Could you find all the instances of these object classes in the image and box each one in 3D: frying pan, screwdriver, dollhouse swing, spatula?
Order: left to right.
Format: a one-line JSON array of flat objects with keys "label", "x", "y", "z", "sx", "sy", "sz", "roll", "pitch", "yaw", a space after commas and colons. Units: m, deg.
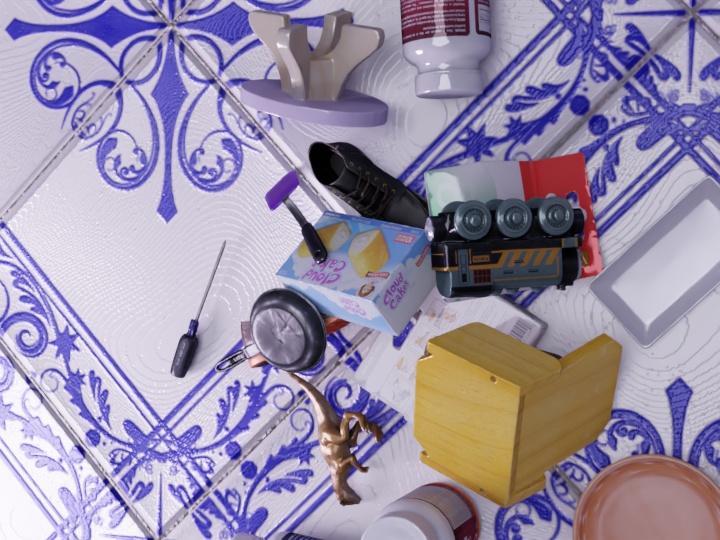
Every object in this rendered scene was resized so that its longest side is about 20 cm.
[{"label": "screwdriver", "x": -0.220, "y": 0.051, "z": 1.871, "sx": 0.029, "sy": 0.028, "sz": 0.202, "roll": 23, "pitch": 97, "yaw": 47}, {"label": "frying pan", "x": -0.128, "y": 0.080, "z": 1.763, "sx": 0.189, "sy": 0.031, "sz": 0.116, "roll": -3, "pitch": 106, "yaw": 29}, {"label": "spatula", "x": -0.078, "y": -0.067, "z": 1.760, "sx": 0.057, "sy": 0.021, "sz": 0.200, "roll": -44, "pitch": 42, "yaw": 10}, {"label": "dollhouse swing", "x": 0.187, "y": 0.144, "z": 1.645, "sx": 0.181, "sy": 0.176, "sz": 0.201, "roll": 26, "pitch": 136, "yaw": 28}]

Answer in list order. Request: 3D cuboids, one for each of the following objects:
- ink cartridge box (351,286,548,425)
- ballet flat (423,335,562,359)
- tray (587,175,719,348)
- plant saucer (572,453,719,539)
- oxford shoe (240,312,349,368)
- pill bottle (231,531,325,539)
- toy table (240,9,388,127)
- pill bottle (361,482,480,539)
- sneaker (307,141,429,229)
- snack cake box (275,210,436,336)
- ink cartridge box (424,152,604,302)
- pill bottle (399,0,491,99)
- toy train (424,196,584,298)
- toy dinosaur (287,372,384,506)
[{"label": "ink cartridge box", "x": 0.112, "y": 0.105, "z": 1.744, "sx": 0.176, "sy": 0.045, "sz": 0.201, "roll": 34, "pitch": 101, "yaw": 15}, {"label": "ballet flat", "x": 0.173, "y": 0.122, "z": 1.670, "sx": 0.198, "sy": 0.046, "sz": 0.068, "roll": 14, "pitch": 105, "yaw": -10}, {"label": "tray", "x": 0.380, "y": -0.010, "z": 1.654, "sx": 0.200, "sy": 0.022, "sz": 0.107, "roll": -44, "pitch": 86, "yaw": 15}, {"label": "plant saucer", "x": 0.358, "y": 0.321, "z": 1.666, "sx": 0.198, "sy": 0.037, "sz": 0.202, "roll": 0, "pitch": 91, "yaw": 20}, {"label": "oxford shoe", "x": -0.075, "y": 0.057, "z": 1.797, "sx": 0.199, "sy": 0.071, "sz": 0.073, "roll": -27, "pitch": 78, "yaw": 18}, {"label": "pill bottle", "x": -0.075, "y": 0.404, "z": 1.776, "sx": 0.198, "sy": 0.120, "sz": 0.121, "roll": 10, "pitch": 94, "yaw": 19}, {"label": "toy table", "x": -0.056, "y": -0.260, "z": 1.740, "sx": 0.198, "sy": 0.184, "sz": 0.118, "roll": 9, "pitch": 111, "yaw": 10}, {"label": "pill bottle", "x": 0.073, "y": 0.327, "z": 1.680, "sx": 0.109, "sy": 0.200, "sz": 0.111, "roll": 0, "pitch": 91, "yaw": 19}, {"label": "sneaker", "x": 0.015, "y": -0.089, "z": 1.742, "sx": 0.200, "sy": 0.106, "sz": 0.075, "roll": 39, "pitch": 103, "yaw": 15}, {"label": "snack cake box", "x": 0.000, "y": 0.000, "z": 1.699, "sx": 0.199, "sy": 0.067, "sz": 0.115, "roll": 14, "pitch": 59, "yaw": 50}, {"label": "ink cartridge box", "x": 0.187, "y": -0.056, "z": 1.688, "sx": 0.198, "sy": 0.050, "sz": 0.162, "roll": -10, "pitch": 80, "yaw": 12}, {"label": "pill bottle", "x": 0.104, "y": -0.318, "z": 1.702, "sx": 0.112, "sy": 0.113, "sz": 0.202, "roll": -3, "pitch": 90, "yaw": 19}, {"label": "toy train", "x": 0.172, "y": -0.028, "z": 1.625, "sx": 0.198, "sy": 0.085, "sz": 0.115, "roll": -3, "pitch": 93, "yaw": -16}, {"label": "toy dinosaur", "x": -0.034, "y": 0.209, "z": 1.790, "sx": 0.106, "sy": 0.060, "sz": 0.202, "roll": -20, "pitch": 84, "yaw": 20}]
